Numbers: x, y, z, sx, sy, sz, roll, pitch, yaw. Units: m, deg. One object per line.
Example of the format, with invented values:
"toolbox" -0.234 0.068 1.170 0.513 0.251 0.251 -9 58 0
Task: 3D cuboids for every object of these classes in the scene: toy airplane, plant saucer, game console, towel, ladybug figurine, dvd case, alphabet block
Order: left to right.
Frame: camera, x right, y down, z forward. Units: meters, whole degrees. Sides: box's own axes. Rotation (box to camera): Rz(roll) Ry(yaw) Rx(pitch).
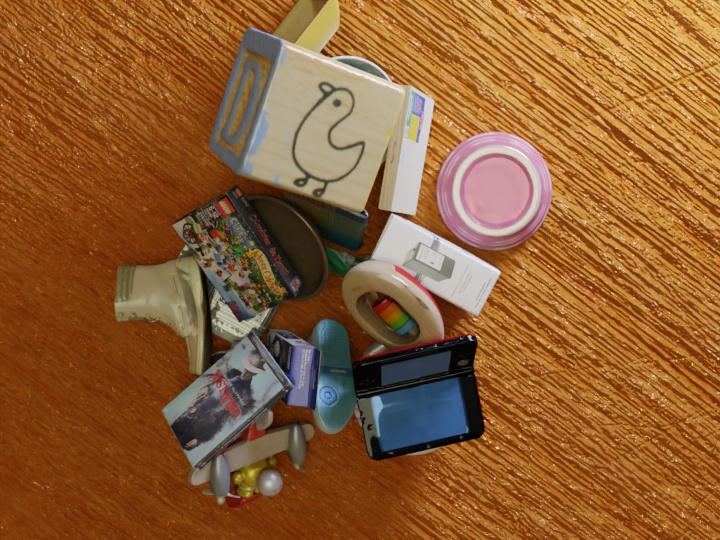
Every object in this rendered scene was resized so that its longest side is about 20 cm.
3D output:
"dvd case" -0.216 0.206 1.432 0.199 0.146 0.022 -39 135 -5
"towel" -0.228 0.016 1.545 0.199 0.035 0.194 30 94 0
"toy airplane" -0.173 0.308 1.479 0.200 0.200 0.141 -43 58 -8
"plant saucer" -0.132 -0.040 1.464 0.198 0.029 0.202 20 131 24
"plant saucer" -0.110 -0.362 1.450 0.048 0.200 0.201 37 95 -24
"alphabet block" -0.083 -0.219 1.293 0.198 0.196 0.197 14 105 -27
"towel" -0.059 -0.089 1.455 0.145 0.200 0.022 22 76 1
"ladybug figurine" 0.058 0.057 1.405 0.135 0.072 0.200 -28 113 40
"game console" 0.095 0.200 1.395 0.197 0.173 0.120 -12 63 -4
"plant saucer" 0.228 -0.134 1.512 0.198 0.051 0.203 0 94 1

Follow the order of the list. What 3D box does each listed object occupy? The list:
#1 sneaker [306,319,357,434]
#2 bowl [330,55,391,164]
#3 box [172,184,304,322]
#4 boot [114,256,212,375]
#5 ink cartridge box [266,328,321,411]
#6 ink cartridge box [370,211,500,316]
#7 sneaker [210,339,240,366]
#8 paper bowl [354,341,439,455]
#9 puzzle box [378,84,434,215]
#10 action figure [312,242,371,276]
"sneaker" -0.067 0.197 1.492 0.079 0.131 0.202 16 51 -22
"bowl" -0.042 -0.256 1.466 0.198 0.105 0.203 -8 112 -19
"box" -0.201 -0.025 1.462 0.136 0.038 0.201 -24 106 34
"boot" -0.332 0.082 1.499 0.153 0.072 0.203 -6 85 -1
"ink cartridge box" -0.116 0.161 1.470 0.039 0.200 0.101 5 93 -22
"ink cartridge box" 0.120 -0.014 1.476 0.198 0.146 0.085 28 95 1
"sneaker" -0.229 0.206 1.549 0.115 0.075 0.201 39 116 29
"paper bowl" 0.085 0.202 1.511 0.198 0.104 0.203 0 94 1
"puzzle box" 0.077 -0.195 1.473 0.025 0.133 0.203 11 94 21
"action figure" 0.000 0.000 1.513 0.199 0.118 0.055 30 82 -9
